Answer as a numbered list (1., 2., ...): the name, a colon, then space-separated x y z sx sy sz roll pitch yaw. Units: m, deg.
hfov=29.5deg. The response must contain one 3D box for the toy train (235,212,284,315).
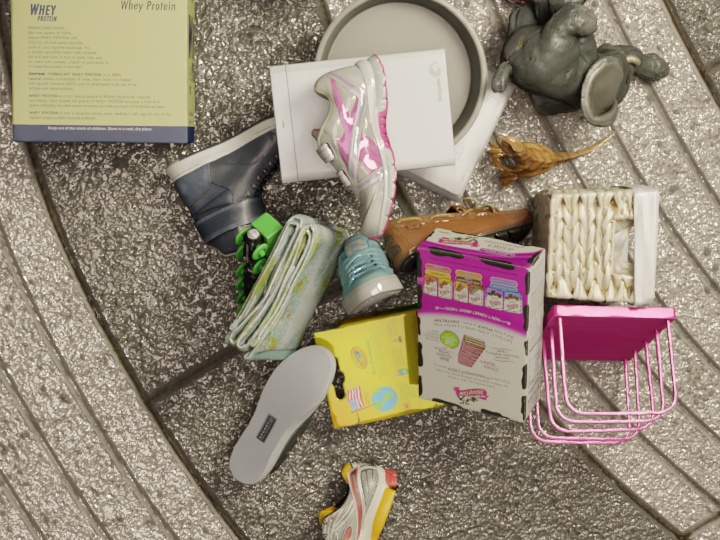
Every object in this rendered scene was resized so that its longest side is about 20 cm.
1. toy train: -0.115 0.004 1.596 0.042 0.200 0.056 41 64 20

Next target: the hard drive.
1. hard drive: 0.003 -0.175 1.549 0.199 0.027 0.133 -6 98 -2

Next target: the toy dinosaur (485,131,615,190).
1. toy dinosaur: 0.215 -0.133 1.647 0.106 0.200 0.061 -6 91 40

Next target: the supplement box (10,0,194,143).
1. supplement box: -0.292 -0.247 1.574 0.199 0.134 0.201 0 96 -4

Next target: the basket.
1. basket: 0.270 -0.034 1.604 0.123 0.200 0.136 2 94 1

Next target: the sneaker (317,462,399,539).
1. sneaker: -0.021 0.331 1.684 0.082 0.078 0.201 20 84 -2

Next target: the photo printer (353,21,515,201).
1. photo printer: 0.063 -0.198 1.636 0.199 0.069 0.167 25 95 -5

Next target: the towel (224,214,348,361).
1. towel: -0.078 0.022 1.584 0.048 0.200 0.172 30 94 11

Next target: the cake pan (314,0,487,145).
1. cake pan: 0.045 -0.223 1.577 0.199 0.037 0.201 0 97 -2

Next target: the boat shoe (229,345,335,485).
1. boat shoe: -0.090 0.171 1.651 0.069 0.057 0.200 39 105 17

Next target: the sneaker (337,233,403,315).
1. sneaker: 0.000 0.000 1.587 0.074 0.200 0.082 -27 92 -2

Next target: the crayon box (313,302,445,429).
1. crayon box: 0.050 0.110 1.673 0.199 0.051 0.128 -11 96 -4

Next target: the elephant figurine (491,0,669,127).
1. elephant figurine: 0.264 -0.230 1.611 0.155 0.142 0.200 -32 123 23

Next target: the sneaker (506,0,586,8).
1. sneaker: 0.184 -0.356 1.606 0.199 0.116 0.076 17 94 -5

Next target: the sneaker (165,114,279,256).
1. sneaker: -0.112 -0.098 1.622 0.202 0.077 0.147 -25 85 8

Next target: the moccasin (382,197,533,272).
1. moccasin: 0.117 -0.049 1.638 0.201 0.074 0.078 -13 62 -22

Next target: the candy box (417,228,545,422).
1. candy box: 0.137 0.062 1.559 0.136 0.061 0.201 12 119 24

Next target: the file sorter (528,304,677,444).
1. file sorter: 0.276 0.128 1.600 0.138 0.200 0.126 1 72 -4

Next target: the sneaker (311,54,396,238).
1. sneaker: -0.008 -0.133 1.507 0.088 0.081 0.201 -7 90 0
